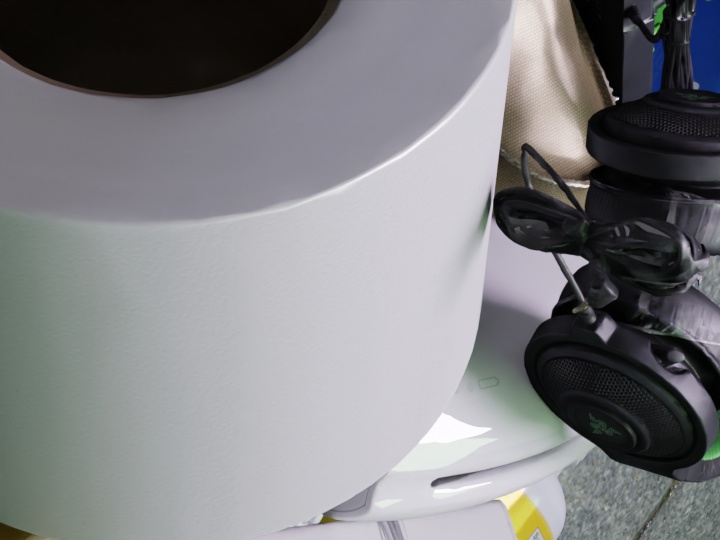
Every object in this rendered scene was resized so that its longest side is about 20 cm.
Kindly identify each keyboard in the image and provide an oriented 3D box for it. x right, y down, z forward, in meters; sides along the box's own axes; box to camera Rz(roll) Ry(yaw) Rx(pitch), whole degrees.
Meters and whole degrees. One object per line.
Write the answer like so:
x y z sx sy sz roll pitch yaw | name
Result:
0.095 -0.098 0.768 0.020 0.127 0.201 -13 133 -9 | keyboard

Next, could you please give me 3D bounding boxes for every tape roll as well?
-0.059 -0.040 0.635 0.203 0.202 0.140 -41 151 -32 | tape roll

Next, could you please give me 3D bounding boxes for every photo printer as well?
0.000 0.000 0.775 0.166 0.200 0.070 -17 142 -44 | photo printer

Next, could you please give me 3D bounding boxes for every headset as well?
0.105 0.003 0.685 0.200 0.094 0.124 18 87 -54 | headset

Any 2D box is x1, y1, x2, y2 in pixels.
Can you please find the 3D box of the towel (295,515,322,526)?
-0.097 0.096 0.878 0.201 0.085 0.166 -54 155 -3 | towel

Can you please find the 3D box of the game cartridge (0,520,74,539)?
-0.189 0.138 0.665 0.200 0.176 0.033 -45 114 -25 | game cartridge

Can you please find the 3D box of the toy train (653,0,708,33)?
0.099 -0.101 0.891 0.199 0.042 0.056 -35 -177 19 | toy train

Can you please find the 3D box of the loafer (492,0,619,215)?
0.035 -0.107 0.752 0.076 0.201 0.067 -35 -173 -36 | loafer

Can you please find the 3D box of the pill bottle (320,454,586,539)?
0.035 0.133 1.137 0.200 0.112 0.112 -50 155 -17 | pill bottle

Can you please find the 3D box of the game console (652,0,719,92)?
0.137 -0.066 1.067 0.118 0.170 0.201 26 93 -44 | game console

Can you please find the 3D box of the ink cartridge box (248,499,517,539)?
-0.045 0.138 0.749 0.145 0.085 0.200 -19 167 30 | ink cartridge box
